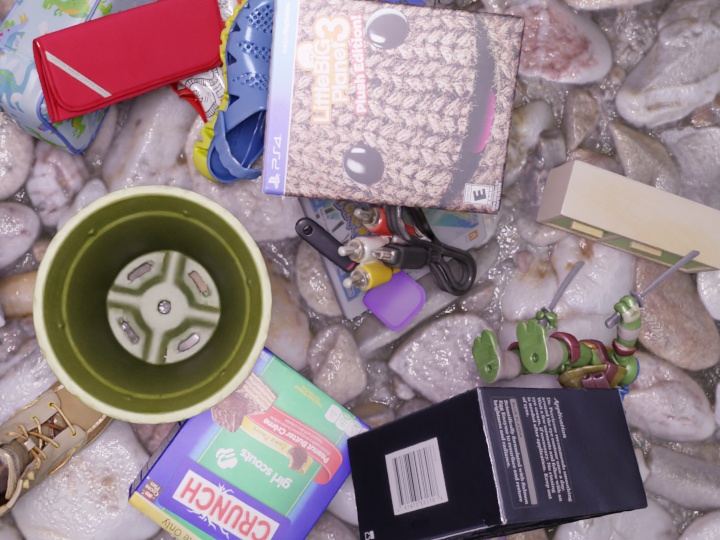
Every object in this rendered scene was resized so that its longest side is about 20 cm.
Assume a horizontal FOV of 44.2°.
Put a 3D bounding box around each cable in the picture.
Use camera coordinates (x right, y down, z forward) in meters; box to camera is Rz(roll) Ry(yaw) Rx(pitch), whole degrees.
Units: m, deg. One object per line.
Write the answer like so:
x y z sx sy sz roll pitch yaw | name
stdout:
0.054 -0.025 0.885 0.050 0.199 0.098 14 95 34 | cable

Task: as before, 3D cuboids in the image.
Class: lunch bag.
-0.272 -0.221 0.855 0.082 0.161 0.202 25 82 3 | lunch bag

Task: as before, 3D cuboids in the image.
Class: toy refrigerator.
0.306 -0.055 0.993 0.198 0.076 0.071 18 84 -9 | toy refrigerator

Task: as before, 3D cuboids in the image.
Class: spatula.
0.000 0.000 0.883 0.057 0.021 0.200 -45 136 6 | spatula

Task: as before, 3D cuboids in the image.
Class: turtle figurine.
0.217 0.053 0.923 0.192 0.144 0.202 0 109 -37 | turtle figurine

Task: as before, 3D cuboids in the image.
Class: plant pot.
-0.189 0.035 0.838 0.198 0.190 0.203 1 86 -10 | plant pot

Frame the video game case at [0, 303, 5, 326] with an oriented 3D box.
-0.444 0.023 0.823 0.198 0.022 0.183 -25 52 -11 | video game case

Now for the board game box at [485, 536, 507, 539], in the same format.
0.100 0.311 0.957 0.120 0.032 0.201 -33 92 -15 | board game box

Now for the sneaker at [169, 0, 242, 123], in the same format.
-0.166 -0.252 0.922 0.107 0.067 0.203 -28 94 -13 | sneaker

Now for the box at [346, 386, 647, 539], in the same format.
0.125 0.191 0.841 0.198 0.196 0.119 7 65 -37 | box

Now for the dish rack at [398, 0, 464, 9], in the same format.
0.023 -0.236 0.819 0.152 0.055 0.202 14 85 -6 | dish rack

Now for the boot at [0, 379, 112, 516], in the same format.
-0.304 0.159 0.827 0.199 0.155 0.073 -38 94 -10 | boot

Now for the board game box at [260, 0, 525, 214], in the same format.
0.022 -0.140 0.744 0.198 0.097 0.161 4 102 -5 | board game box

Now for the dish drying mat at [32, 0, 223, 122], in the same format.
-0.204 -0.201 0.814 0.199 0.018 0.078 -32 126 -39 | dish drying mat

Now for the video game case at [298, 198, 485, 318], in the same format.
0.036 -0.063 0.899 0.181 0.022 0.201 -30 135 -11 | video game case

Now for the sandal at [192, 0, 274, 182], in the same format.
-0.102 -0.170 0.868 0.079 0.087 0.202 3 113 -31 | sandal

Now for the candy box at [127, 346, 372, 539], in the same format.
-0.110 0.194 0.901 0.169 0.077 0.201 37 82 -7 | candy box

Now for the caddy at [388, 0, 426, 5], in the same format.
-0.015 -0.213 0.908 0.104 0.141 0.201 27 82 -2 | caddy
